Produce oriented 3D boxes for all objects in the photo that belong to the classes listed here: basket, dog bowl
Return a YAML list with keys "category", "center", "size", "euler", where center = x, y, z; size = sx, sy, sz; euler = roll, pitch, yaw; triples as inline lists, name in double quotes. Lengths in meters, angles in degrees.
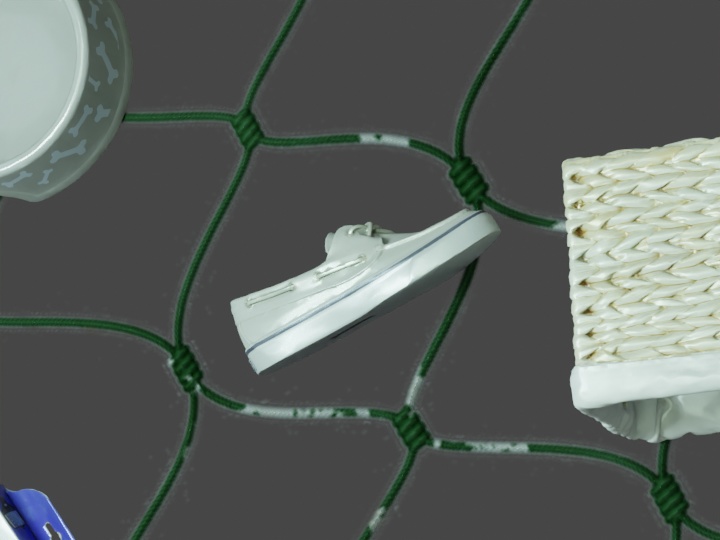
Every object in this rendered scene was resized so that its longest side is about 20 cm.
- category: "basket"
  center: [0.236, 0.012, 1.426]
  size: [0.199, 0.198, 0.162]
  euler: [-10, 77, 16]
- category: "dog bowl"
  center: [-0.270, -0.149, 1.663]
  size: [0.199, 0.059, 0.201]
  euler: [-2, 83, 16]

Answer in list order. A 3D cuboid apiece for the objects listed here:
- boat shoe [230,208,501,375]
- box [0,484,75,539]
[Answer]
- category: "boat shoe"
  center: [0.000, 0.000, 1.563]
  size: [0.200, 0.072, 0.066]
  euler: [-30, 81, 20]
- category: "box"
  center: [-0.290, 0.246, 1.636]
  size: [0.200, 0.041, 0.119]
  euler: [-40, 75, 11]
